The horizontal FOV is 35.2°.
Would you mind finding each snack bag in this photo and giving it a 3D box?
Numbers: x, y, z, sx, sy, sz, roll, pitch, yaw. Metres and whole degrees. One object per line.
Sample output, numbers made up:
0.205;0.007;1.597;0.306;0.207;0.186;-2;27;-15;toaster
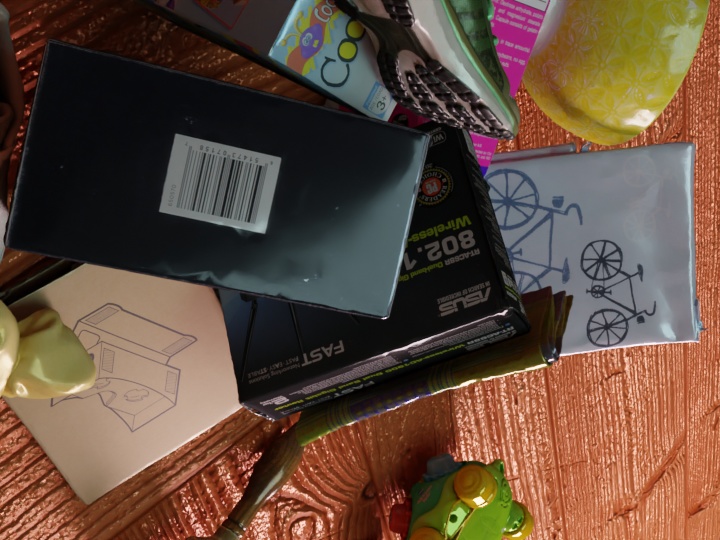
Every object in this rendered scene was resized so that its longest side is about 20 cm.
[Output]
0.181;-0.017;0.938;0.200;0.021;0.189;-7;113;6;snack bag

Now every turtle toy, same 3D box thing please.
0.078;0.268;1.152;0.200;0.101;0.146;-51;139;-8;turtle toy

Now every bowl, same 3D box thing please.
0.175;-0.208;0.912;0.107;0.200;0.201;10;109;-20;bowl

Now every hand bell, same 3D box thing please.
-0.104;0.213;0.966;0.200;0.104;0.104;-55;141;-22;hand bell

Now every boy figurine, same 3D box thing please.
-0.254;0.047;0.683;0.200;0.064;0.125;0;123;-36;boy figurine

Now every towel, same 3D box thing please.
0.056;0.066;0.819;0.023;0.200;0.144;66;17;-11;towel

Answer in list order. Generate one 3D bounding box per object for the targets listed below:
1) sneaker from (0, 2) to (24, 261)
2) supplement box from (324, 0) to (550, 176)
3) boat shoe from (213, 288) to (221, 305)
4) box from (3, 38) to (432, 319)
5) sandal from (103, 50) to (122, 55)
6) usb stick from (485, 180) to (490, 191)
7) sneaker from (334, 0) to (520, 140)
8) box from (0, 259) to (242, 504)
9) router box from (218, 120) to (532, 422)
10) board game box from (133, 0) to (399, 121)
-0.227;-0.071;0.641;0.076;0.092;0.200;-20;127;-35;sneaker
0.065;-0.184;0.857;0.103;0.101;0.200;6;109;-46;supplement box
-0.032;0.030;0.906;0.200;0.063;0.073;7;140;-19;boat shoe
-0.089;-0.051;0.644;0.200;0.182;0.104;12;94;-16;box
-0.101;-0.081;0.778;0.212;0.070;0.078;25;96;-50;sandal
0.019;0.005;0.838;0.033;0.055;0.200;42;91;-9;usb stick
0.047;-0.141;0.583;0.089;0.077;0.200;-57;143;-12;sneaker
-0.172;0.065;0.816;0.163;0.021;0.200;-32;135;-13;box
0.000;0.000;0.783;0.200;0.150;0.062;-21;156;14;router box
-0.056;-0.177;0.663;0.103;0.200;0.105;24;97;-49;board game box
